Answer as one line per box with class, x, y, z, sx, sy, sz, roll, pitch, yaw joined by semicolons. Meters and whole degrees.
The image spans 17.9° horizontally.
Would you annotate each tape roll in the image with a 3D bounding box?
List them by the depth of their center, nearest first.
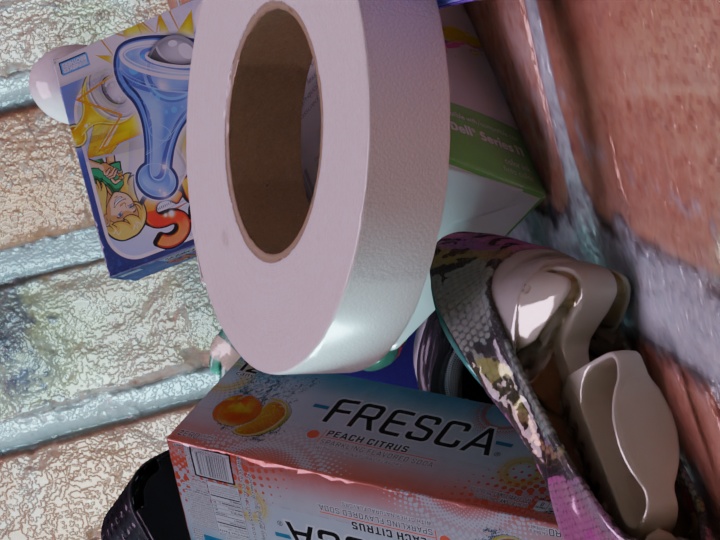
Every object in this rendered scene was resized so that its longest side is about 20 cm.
tape roll;-0.022;-0.056;0.937;0.203;0.037;0.203;179;90;-66

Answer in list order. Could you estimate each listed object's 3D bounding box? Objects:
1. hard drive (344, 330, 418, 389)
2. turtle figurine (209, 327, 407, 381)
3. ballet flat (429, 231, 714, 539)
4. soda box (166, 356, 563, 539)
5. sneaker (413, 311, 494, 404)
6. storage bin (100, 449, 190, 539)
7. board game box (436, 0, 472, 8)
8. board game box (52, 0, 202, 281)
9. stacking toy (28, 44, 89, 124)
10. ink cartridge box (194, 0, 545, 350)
hard drive;0.019;0.075;1.157;0.025;0.132;0.200;81;172;-58
turtle figurine;0.000;0.000;1.135;0.101;0.149;0.200;98;170;-47
ballet flat;0.087;0.045;0.875;0.071;0.069;0.200;110;145;-46
soda box;0.020;0.094;0.961;0.068;0.200;0.064;-47;-43;-44
sneaker;0.070;0.098;1.029;0.114;0.075;0.200;105;152;-82
storage bin;-0.033;0.146;1.317;0.135;0.200;0.094;59;156;10
board game box;0.032;-0.172;0.894;0.200;0.045;0.135;-151;46;-81
board game box;-0.068;-0.089;1.283;0.034;0.200;0.136;6;-115;-65
stacking toy;-0.101;-0.104;1.386;0.146;0.200;0.146;-176;90;-83
ink cartridge box;-0.002;-0.079;1.054;0.117;0.067;0.200;-46;46;31
